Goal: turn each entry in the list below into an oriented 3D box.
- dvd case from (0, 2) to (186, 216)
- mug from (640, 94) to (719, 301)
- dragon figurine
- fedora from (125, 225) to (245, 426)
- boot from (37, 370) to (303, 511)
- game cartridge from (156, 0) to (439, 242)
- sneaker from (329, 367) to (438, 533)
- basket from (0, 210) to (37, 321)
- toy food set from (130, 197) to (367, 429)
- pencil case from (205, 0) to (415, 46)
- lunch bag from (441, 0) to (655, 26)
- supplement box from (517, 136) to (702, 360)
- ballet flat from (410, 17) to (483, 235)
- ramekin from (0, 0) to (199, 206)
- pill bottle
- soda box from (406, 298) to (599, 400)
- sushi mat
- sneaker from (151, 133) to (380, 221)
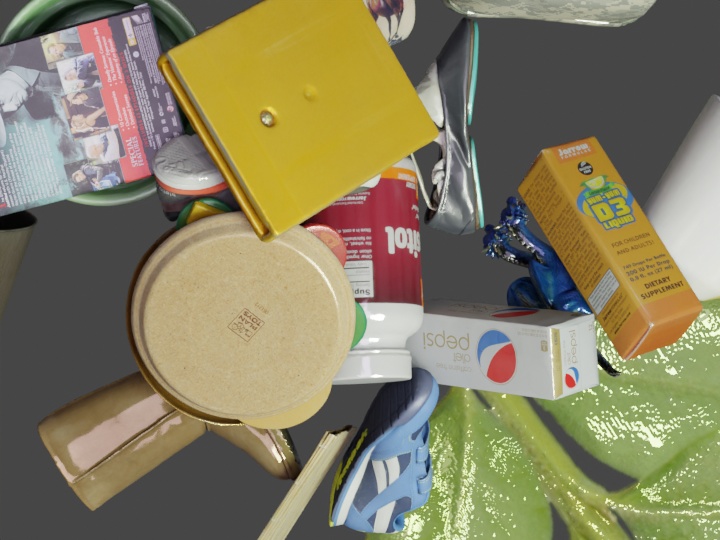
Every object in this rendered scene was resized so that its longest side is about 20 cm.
[{"bbox_3d":[-0.259,-0.136,1.586,0.199,0.022,0.147,-16,100,-1],"label":"dvd case"},{"bbox_3d":[0.347,-0.044,1.674,0.186,0.149,0.153,39,104,-2],"label":"mug"},{"bbox_3d":[0.172,0.024,1.677,0.099,0.201,0.059,8,140,-26],"label":"dragon figurine"},{"bbox_3d":[-0.115,0.037,1.654,0.199,0.082,0.202,6,73,-19],"label":"fedora"},{"bbox_3d":[-0.176,0.166,1.722,0.199,0.066,0.176,-32,87,2],"label":"boot"},{"bbox_3d":[-0.049,-0.144,1.532,0.200,0.032,0.177,-33,94,-34],"label":"game cartridge"},{"bbox_3d":[0.037,0.171,1.705,0.082,0.074,0.200,21,128,-9],"label":"sneaker"},{"bbox_3d":[-0.396,0.037,1.654,0.179,0.136,0.201,4,106,-28],"label":"basket"},{"bbox_3d":[-0.096,0.037,1.562,0.199,0.049,0.199,23,110,-11],"label":"toy food set"},{"bbox_3d":[-0.041,-0.210,1.615,0.200,0.078,0.090,-32,117,-32],"label":"pencil case"},{"bbox_3d":[0.173,-0.287,1.608,0.199,0.168,0.140,5,99,-4],"label":"lunch bag"},{"bbox_3d":[0.224,-0.022,1.651,0.066,0.069,0.201,-17,62,-28],"label":"supplement box"},{"bbox_3d":[0.078,-0.131,1.681,0.073,0.073,0.201,-3,102,-2],"label":"ballet flat"},{"bbox_3d":[-0.228,-0.164,1.644,0.199,0.098,0.201,0,100,-2],"label":"ramekin"},{"bbox_3d":[0.000,0.000,1.651,0.112,0.113,0.201,-2,83,-2],"label":"pill bottle"},{"bbox_3d":[0.120,0.069,1.653,0.063,0.199,0.069,-13,102,-42],"label":"soda box"},{"bbox_3d":[-0.069,0.231,1.718,0.012,0.096,0.201,34,99,11],"label":"sushi mat"},{"bbox_3d":[-0.082,-0.076,1.589,0.199,0.077,0.082,0,135,-8],"label":"sneaker"}]
